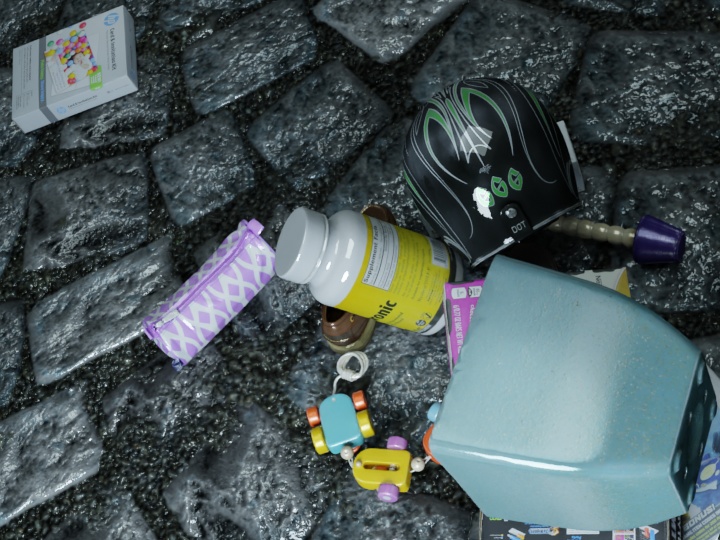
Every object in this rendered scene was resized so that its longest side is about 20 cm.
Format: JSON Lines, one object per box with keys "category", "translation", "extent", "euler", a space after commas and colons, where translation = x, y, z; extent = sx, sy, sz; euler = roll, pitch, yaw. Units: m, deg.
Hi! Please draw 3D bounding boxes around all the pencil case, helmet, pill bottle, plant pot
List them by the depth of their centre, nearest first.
{"category": "plant pot", "translation": [0.208, 0.128, 1.047], "extent": [0.199, 0.197, 0.197], "euler": [10, 66, 30]}
{"category": "helmet", "translation": [0.138, -0.119, 1.285], "extent": [0.199, 0.200, 0.192], "euler": [-30, 86, 2]}
{"category": "pill bottle", "translation": [0.008, -0.004, 1.312], "extent": [0.111, 0.199, 0.112], "euler": [-47, 33, 45]}
{"category": "pencil case", "translation": [-0.188, 0.027, 1.454], "extent": [0.084, 0.086, 0.200], "euler": [36, 77, 33]}

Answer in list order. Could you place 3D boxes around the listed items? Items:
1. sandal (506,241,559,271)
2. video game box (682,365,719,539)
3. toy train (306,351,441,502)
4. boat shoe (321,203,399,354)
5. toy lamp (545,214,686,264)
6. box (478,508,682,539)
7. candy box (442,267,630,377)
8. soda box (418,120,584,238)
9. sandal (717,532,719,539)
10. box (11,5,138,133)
{"category": "sandal", "translation": [0.167, 0.051, 1.313], "extent": [0.081, 0.055, 0.201], "euler": [18, 68, 30]}
{"category": "video game box", "translation": [0.323, 0.216, 1.152], "extent": [0.199, 0.047, 0.182], "euler": [-36, 51, -1]}
{"category": "toy train", "translation": [0.038, 0.180, 1.290], "extent": [0.199, 0.056, 0.150], "euler": [27, 68, 32]}
{"category": "boat shoe", "translation": [-0.001, 0.000, 1.404], "extent": [0.071, 0.068, 0.201], "euler": [4, 61, 24]}
{"category": "toy lamp", "translation": [0.272, -0.046, 1.330], "extent": [0.199, 0.058, 0.059], "euler": [14, 66, 27]}
{"category": "box", "translation": [0.208, 0.294, 1.111], "extent": [0.199, 0.050, 0.200], "euler": [-9, 67, 31]}
{"category": "candy box", "translation": [0.193, 0.076, 1.239], "extent": [0.198, 0.061, 0.137], "euler": [-5, 69, 1]}
{"category": "soda box", "translation": [0.166, -0.109, 1.408], "extent": [0.199, 0.064, 0.069], "euler": [-18, 54, 11]}
{"category": "sandal", "translation": [0.428, 0.281, 1.063], "extent": [0.199, 0.045, 0.076], "euler": [19, 79, 18]}
{"category": "box", "translation": [-0.445, -0.313, 1.798], "extent": [0.199, 0.041, 0.157], "euler": [-18, 55, 10]}
